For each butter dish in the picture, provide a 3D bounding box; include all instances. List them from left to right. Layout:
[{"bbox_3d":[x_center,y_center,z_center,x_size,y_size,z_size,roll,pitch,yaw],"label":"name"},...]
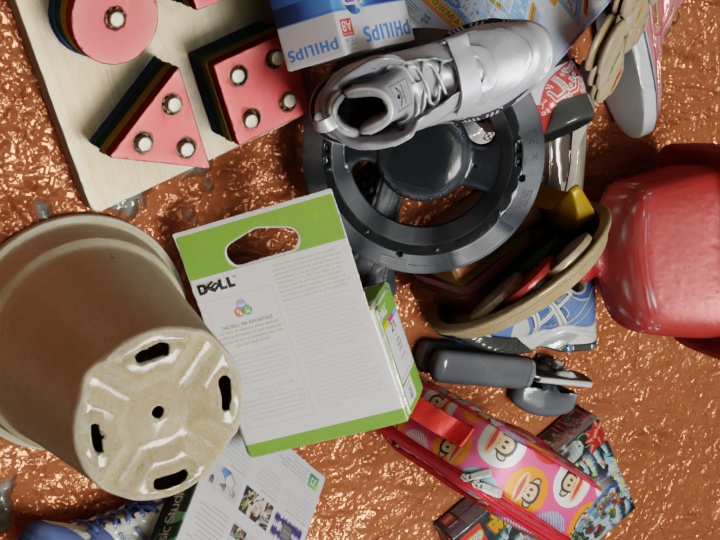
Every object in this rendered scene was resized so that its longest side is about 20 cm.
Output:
[{"bbox_3d":[0.269,-0.015,1.362,0.147,0.199,0.201,-5,95,-8],"label":"butter dish"}]

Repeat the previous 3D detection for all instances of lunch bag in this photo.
[{"bbox_3d":[0.103,0.161,1.308,0.176,0.200,0.082,34,86,-33],"label":"lunch bag"}]

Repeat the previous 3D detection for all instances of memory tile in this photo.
[{"bbox_3d":[0.243,-0.243,1.230,0.201,0.017,0.153,-63,166,-3],"label":"memory tile"}]

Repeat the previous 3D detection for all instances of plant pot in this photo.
[{"bbox_3d":[-0.187,0.077,1.101,0.199,0.183,0.202,-11,113,-29],"label":"plant pot"}]

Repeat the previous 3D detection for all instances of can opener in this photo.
[{"bbox_3d":[0.139,0.110,1.403,0.199,0.053,0.067,7,103,-33],"label":"can opener"}]

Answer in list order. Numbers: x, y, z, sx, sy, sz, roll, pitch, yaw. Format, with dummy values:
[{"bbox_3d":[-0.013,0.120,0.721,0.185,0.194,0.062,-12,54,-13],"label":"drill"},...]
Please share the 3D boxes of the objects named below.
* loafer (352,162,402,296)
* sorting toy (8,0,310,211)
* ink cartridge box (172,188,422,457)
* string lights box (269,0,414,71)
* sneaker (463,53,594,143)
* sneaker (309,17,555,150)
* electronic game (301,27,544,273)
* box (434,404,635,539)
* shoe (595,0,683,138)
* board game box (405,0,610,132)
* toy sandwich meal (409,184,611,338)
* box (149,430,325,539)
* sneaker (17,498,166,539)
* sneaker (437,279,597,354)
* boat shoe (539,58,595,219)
[{"bbox_3d":[0.000,0.000,1.265,0.070,0.068,0.202,8,109,-32],"label":"loafer"},{"bbox_3d":[-0.143,-0.167,1.111,0.198,0.070,0.201,-28,120,-22],"label":"sorting toy"},{"bbox_3d":[-0.049,0.037,1.201,0.147,0.076,0.201,-15,102,16],"label":"ink cartridge box"},{"bbox_3d":[-0.032,-0.260,1.097,0.103,0.059,0.201,-24,100,-54],"label":"string lights box"},{"bbox_3d":[0.096,-0.147,1.281,0.200,0.067,0.109,-21,82,3],"label":"sneaker"},{"bbox_3d":[0.054,-0.138,1.096,0.199,0.115,0.076,-16,100,6],"label":"sneaker"},{"bbox_3d":[0.051,-0.097,1.185,0.199,0.042,0.201,1,100,3],"label":"electronic game"},{"bbox_3d":[0.183,0.252,1.490,0.200,0.040,0.137,-37,122,-16],"label":"box"},{"bbox_3d":[0.270,-0.229,1.352,0.091,0.071,0.201,-25,116,-20],"label":"shoe"},{"bbox_3d":[0.105,-0.256,1.211,0.200,0.041,0.200,44,82,-12],"label":"board game box"},{"bbox_3d":[0.125,-0.019,1.261,0.205,0.205,0.070,-39,106,-15],"label":"toy sandwich meal"},{"bbox_3d":[-0.111,0.229,1.238,0.144,0.036,0.201,46,48,-35],"label":"box"},{"bbox_3d":[-0.197,0.221,1.225,0.199,0.075,0.089,22,86,-44],"label":"sneaker"},{"bbox_3d":[0.149,0.036,1.377,0.199,0.075,0.078,-2,102,-42],"label":"sneaker"},{"bbox_3d":[0.178,-0.099,1.348,0.072,0.059,0.201,-48,145,-64],"label":"boat shoe"}]
